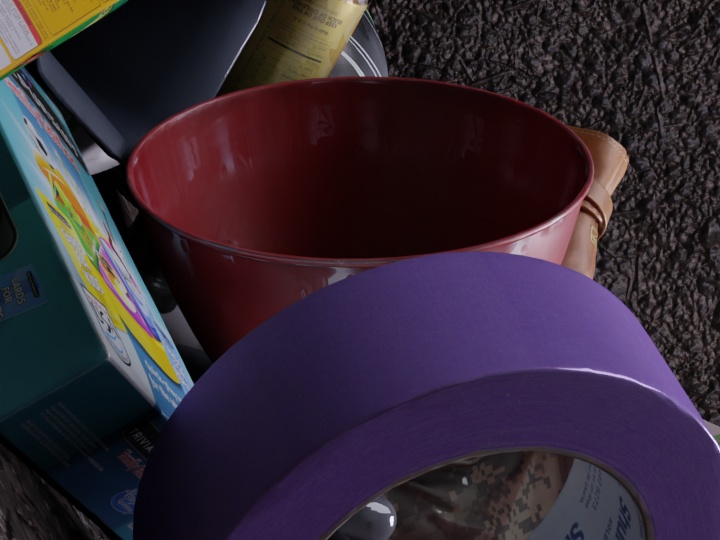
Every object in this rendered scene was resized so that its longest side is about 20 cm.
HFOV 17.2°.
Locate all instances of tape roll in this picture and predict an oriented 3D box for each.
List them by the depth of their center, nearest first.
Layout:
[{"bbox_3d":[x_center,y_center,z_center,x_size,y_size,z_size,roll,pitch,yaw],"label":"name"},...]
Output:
[{"bbox_3d":[0.025,0.092,0.819,0.200,0.200,0.066,59,2,-42],"label":"tape roll"}]

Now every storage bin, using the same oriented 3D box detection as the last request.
[{"bbox_3d":[-0.132,-0.149,1.026,0.134,0.146,0.200,28,-8,15],"label":"storage bin"}]

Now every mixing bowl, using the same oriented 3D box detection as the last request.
[{"bbox_3d":[0.000,0.000,1.038,0.200,0.199,0.109,-117,-157,-61],"label":"mixing bowl"}]

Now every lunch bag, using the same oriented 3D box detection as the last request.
[{"bbox_3d":[0.048,0.171,1.155,0.164,0.117,0.201,-170,-112,-74],"label":"lunch bag"}]

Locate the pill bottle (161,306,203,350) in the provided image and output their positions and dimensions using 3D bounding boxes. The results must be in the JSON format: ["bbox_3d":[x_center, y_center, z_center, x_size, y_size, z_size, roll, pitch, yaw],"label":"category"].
[{"bbox_3d":[-0.041,0.030,1.347,0.112,0.112,0.200,61,2,22],"label":"pill bottle"}]

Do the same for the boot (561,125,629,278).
[{"bbox_3d":[0.027,-0.010,1.169,0.199,0.156,0.077,2,-37,39],"label":"boot"}]

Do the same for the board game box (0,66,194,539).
[{"bbox_3d":[-0.119,-0.009,0.856,0.200,0.047,0.151,62,2,28],"label":"board game box"}]

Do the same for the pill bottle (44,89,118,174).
[{"bbox_3d":[-0.153,-0.159,1.222,0.201,0.113,0.113,61,2,5],"label":"pill bottle"}]

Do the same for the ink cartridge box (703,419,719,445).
[{"bbox_3d":[0.138,0.145,1.194,0.200,0.084,0.146,-152,-132,-67],"label":"ink cartridge box"}]

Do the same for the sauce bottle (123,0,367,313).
[{"bbox_3d":[-0.064,-0.073,1.154,0.066,0.200,0.066,28,17,-9],"label":"sauce bottle"}]

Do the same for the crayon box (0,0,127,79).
[{"bbox_3d":[-0.165,-0.143,0.739,0.200,0.058,0.119,59,30,-10],"label":"crayon box"}]

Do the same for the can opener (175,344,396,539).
[{"bbox_3d":[-0.049,0.085,1.092,0.067,0.054,0.200,23,8,-25],"label":"can opener"}]

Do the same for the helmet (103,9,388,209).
[{"bbox_3d":[-0.076,-0.108,1.395,0.191,0.200,0.200,54,4,-17],"label":"helmet"}]
